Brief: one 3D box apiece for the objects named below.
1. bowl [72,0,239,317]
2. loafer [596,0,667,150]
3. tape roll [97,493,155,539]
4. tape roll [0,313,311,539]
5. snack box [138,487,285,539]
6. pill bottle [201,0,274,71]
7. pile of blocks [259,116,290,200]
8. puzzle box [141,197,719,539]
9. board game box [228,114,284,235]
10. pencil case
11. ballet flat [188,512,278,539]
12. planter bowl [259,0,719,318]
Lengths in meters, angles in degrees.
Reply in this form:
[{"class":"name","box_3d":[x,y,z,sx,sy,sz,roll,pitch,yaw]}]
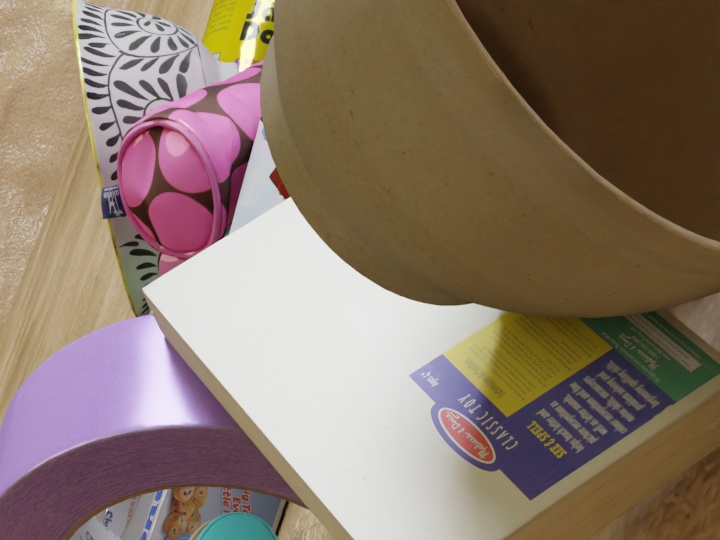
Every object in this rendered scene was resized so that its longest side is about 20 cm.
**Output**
[{"class":"bowl","box_3d":[-0.113,-0.077,1.120,0.201,0.093,0.203,169,90,-86]},{"class":"loafer","box_3d":[0.096,-0.050,0.676,0.070,0.069,0.201,-86,22,-68]},{"class":"tape roll","box_3d":[-0.118,0.141,1.159,0.200,0.066,0.202,-160,90,-75]},{"class":"tape roll","box_3d":[-0.056,0.110,0.742,0.201,0.198,0.066,-56,21,38]},{"class":"snack box","box_3d":[-0.086,0.146,1.029,0.024,0.071,0.202,-2,68,71]},{"class":"pill bottle","box_3d":[-0.057,-0.162,1.262,0.104,0.103,0.202,142,145,-61]},{"class":"pile of blocks","box_3d":[-0.007,-0.053,0.778,0.083,0.062,0.200,-66,23,22]},{"class":"puzzle box","box_3d":[0.022,0.028,0.626,0.132,0.026,0.200,-31,41,-14]},{"class":"board game box","box_3d":[0.007,-0.012,0.860,0.199,0.043,0.201,-14,55,46]},{"class":"pencil case","box_3d":[-0.053,-0.071,1.030,0.090,0.199,0.095,7,115,37]},{"class":"ballet flat","box_3d":[-0.068,0.204,0.919,0.201,0.068,0.064,-97,18,-61]},{"class":"planter bowl","box_3d":[0.051,-0.069,0.569,0.134,0.199,0.202,-35,36,46]}]
